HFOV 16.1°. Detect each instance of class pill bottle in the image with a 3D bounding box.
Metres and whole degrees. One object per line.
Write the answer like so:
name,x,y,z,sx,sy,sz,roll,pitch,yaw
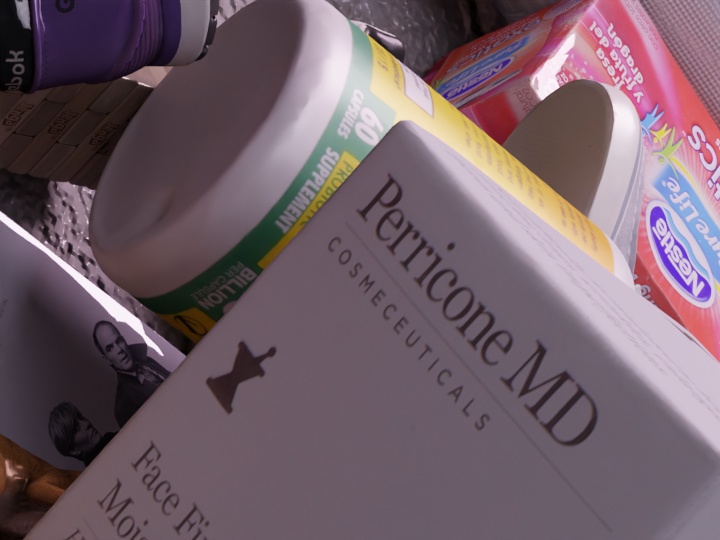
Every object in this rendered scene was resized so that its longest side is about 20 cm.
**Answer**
pill bottle,0.019,0.009,0.840,0.200,0.113,0.113,38,48,-25

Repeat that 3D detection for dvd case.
dvd case,-0.113,0.064,0.831,0.200,0.025,0.150,40,47,-28

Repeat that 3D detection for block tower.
block tower,-0.132,-0.072,0.824,0.200,0.054,0.058,8,47,-52

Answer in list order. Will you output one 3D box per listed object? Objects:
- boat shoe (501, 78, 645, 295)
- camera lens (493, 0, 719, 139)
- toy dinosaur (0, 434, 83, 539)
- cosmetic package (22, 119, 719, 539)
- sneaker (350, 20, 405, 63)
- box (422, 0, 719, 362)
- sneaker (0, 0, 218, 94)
boat shoe,0.071,0.028,0.960,0.071,0.070,0.201,12,101,-35
camera lens,0.137,-0.140,1.098,0.200,0.160,0.160,53,42,-17
toy dinosaur,-0.138,0.054,0.764,0.200,0.060,0.106,32,40,-19
cosmetic package,0.030,0.103,0.704,0.165,0.200,0.165,33,11,-45
sneaker,0.000,0.000,0.927,0.074,0.080,0.200,3,67,-64
box,0.102,-0.003,1.043,0.200,0.103,0.095,57,42,-15
sneaker,-0.121,-0.144,0.781,0.087,0.076,0.200,-16,65,-25
